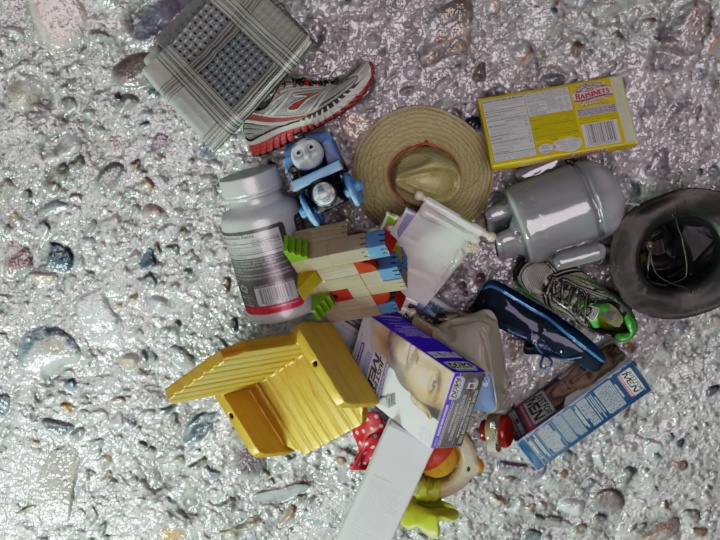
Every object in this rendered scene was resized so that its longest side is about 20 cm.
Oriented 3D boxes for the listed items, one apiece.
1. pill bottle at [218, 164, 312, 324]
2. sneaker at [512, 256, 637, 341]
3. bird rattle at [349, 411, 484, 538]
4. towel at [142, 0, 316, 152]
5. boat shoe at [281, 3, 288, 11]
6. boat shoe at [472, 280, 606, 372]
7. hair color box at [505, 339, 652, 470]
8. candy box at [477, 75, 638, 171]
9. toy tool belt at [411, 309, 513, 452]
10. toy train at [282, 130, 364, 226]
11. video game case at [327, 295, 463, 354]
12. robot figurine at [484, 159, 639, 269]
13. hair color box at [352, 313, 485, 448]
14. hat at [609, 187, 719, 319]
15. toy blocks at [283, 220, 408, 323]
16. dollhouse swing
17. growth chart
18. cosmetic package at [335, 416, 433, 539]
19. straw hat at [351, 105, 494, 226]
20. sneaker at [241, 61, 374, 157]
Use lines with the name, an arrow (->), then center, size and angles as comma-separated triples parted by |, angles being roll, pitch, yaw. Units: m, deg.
pill bottle -> -0.125, -0.037, 1.297 | 0.111, 0.111, 0.200 | -14, 105, 1
sneaker -> 0.308, 0.035, 1.350 | 0.200, 0.085, 0.078 | 25, 102, -8
bird rattle -> 0.087, 0.277, 1.403 | 0.163, 0.113, 0.200 | -35, 91, 9
towel -> -0.176, -0.279, 1.215 | 0.193, 0.035, 0.200 | -45, 61, 9
boat shoe -> -0.158, -0.265, 1.245 | 0.057, 0.067, 0.200 | 22, 98, -53
boat shoe -> 0.253, 0.090, 1.369 | 0.200, 0.084, 0.069 | 34, 104, 10
hair color box -> 0.310, 0.192, 1.383 | 0.200, 0.100, 0.061 | -37, 103, 6
candy box -> 0.265, -0.199, 1.296 | 0.200, 0.026, 0.102 | -9, 73, 0
toy tool belt -> 0.141, 0.155, 1.347 | 0.123, 0.125, 0.200 | -4, 107, 28
toy train -> -0.052, -0.123, 1.238 | 0.087, 0.200, 0.114 | -26, 93, 4
video game case -> 0.051, 0.106, 1.389 | 0.200, 0.023, 0.182 | 32, 101, -9
robot figurine -> 0.271, -0.081, 1.303 | 0.200, 0.113, 0.170 | -21, 70, 2
hair color box -> 0.068, 0.143, 1.286 | 0.065, 0.200, 0.109 | 5, 107, -40
hat -> 0.446, -0.028, 1.345 | 0.200, 0.081, 0.201 | 1, 103, 6
toy blocks -> 0.000, 0.000, 1.255 | 0.137, 0.100, 0.200 | -10, 143, 15
dollhouse swing -> -0.124, 0.179, 1.275 | 0.200, 0.176, 0.182 | -34, 87, 34
growth chart -> 0.068, -0.020, 1.304 | 0.145, 0.018, 0.200 | 34, 123, -12
cosmetic package -> 0.034, 0.299, 1.307 | 0.074, 0.102, 0.200 | 25, 98, 3
straw hat -> 0.090, -0.126, 1.297 | 0.201, 0.085, 0.201 | -1, 105, -3
sneaker -> -0.073, -0.226, 1.265 | 0.200, 0.078, 0.082 | -26, 99, 9
